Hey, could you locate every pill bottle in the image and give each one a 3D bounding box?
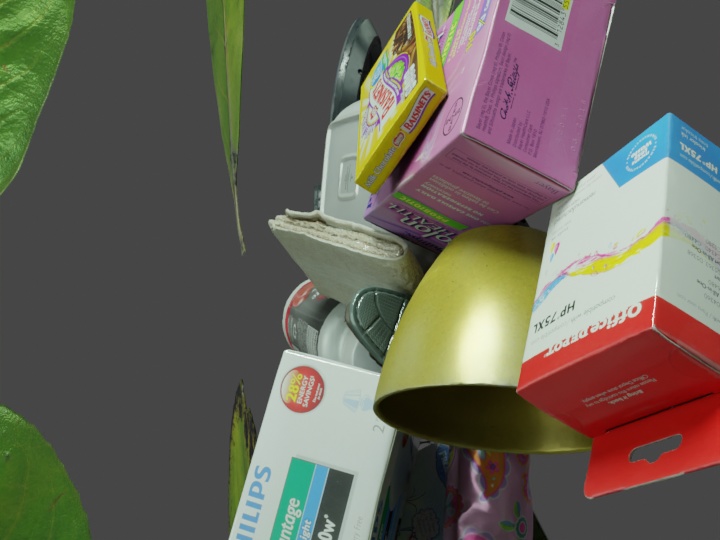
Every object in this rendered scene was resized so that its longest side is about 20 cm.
[{"bbox_3d":[-0.013,0.077,0.901,0.199,0.108,0.114,-158,67,-64],"label":"pill bottle"}]

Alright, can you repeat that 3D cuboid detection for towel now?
[{"bbox_3d":[0.000,0.000,0.768,0.198,0.035,0.133,19,155,42],"label":"towel"}]

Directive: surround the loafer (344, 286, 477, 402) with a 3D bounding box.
[{"bbox_3d":[0.063,0.084,0.711,0.063,0.197,0.073,-29,35,60],"label":"loafer"}]

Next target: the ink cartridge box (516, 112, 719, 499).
[{"bbox_3d":[0.162,0.021,0.461,0.116,0.066,0.203,-43,22,52],"label":"ink cartridge box"}]

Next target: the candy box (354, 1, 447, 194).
[{"bbox_3d":[0.032,-0.156,0.663,0.103,0.026,0.202,-56,18,30],"label":"candy box"}]

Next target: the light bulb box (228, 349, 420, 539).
[{"bbox_3d":[-0.023,0.205,0.733,0.200,0.122,0.203,65,-141,-70],"label":"light bulb box"}]

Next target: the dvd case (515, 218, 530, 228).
[{"bbox_3d":[0.122,-0.025,0.783,0.145,0.017,0.202,106,154,-42],"label":"dvd case"}]

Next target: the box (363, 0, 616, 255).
[{"bbox_3d":[0.099,-0.129,0.631,0.200,0.095,0.180,145,145,-67],"label":"box"}]

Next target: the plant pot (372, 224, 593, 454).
[{"bbox_3d":[0.114,0.051,0.607,0.200,0.195,0.145,132,149,-62],"label":"plant pot"}]

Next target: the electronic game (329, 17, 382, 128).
[{"bbox_3d":[-0.008,-0.215,0.974,0.200,0.041,0.205,11,-91,-81],"label":"electronic game"}]

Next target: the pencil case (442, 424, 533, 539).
[{"bbox_3d":[0.118,0.238,0.698,0.087,0.085,0.205,154,121,-68],"label":"pencil case"}]

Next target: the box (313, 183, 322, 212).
[{"bbox_3d":[-0.026,-0.031,1.144,0.157,0.050,0.206,-172,81,-70],"label":"box"}]

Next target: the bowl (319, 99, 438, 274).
[{"bbox_3d":[0.017,-0.096,0.815,0.198,0.073,0.206,7,91,62],"label":"bowl"}]

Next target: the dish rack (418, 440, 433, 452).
[{"bbox_3d":[0.054,0.169,0.947,0.154,0.053,0.204,-118,34,-49],"label":"dish rack"}]

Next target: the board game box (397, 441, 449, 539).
[{"bbox_3d":[0.054,0.308,0.807,0.197,0.043,0.203,-31,54,21],"label":"board game box"}]
